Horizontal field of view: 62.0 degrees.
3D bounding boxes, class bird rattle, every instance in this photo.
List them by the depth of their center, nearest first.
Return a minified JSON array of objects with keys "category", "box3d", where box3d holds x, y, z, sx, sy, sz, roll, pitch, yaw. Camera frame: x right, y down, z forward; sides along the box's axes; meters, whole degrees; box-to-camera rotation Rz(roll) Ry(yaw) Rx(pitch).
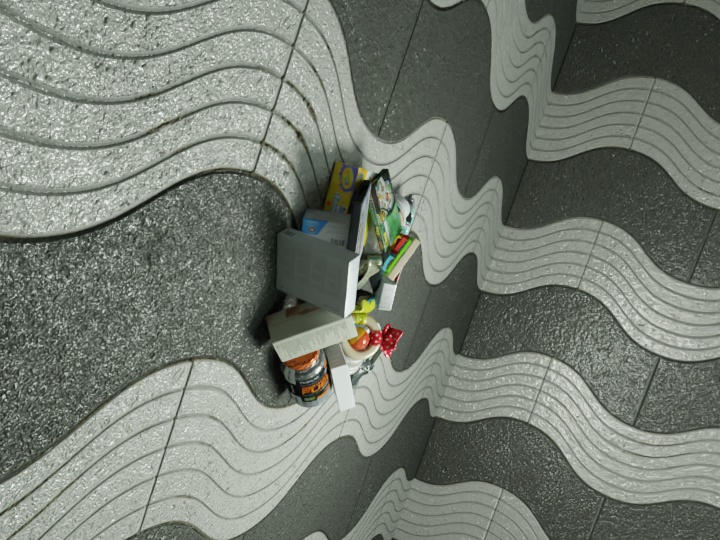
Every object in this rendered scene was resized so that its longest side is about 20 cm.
[{"category":"bird rattle","box3d":[0.010,0.179,1.687,0.163,0.113,0.200,-41,107,-21]}]

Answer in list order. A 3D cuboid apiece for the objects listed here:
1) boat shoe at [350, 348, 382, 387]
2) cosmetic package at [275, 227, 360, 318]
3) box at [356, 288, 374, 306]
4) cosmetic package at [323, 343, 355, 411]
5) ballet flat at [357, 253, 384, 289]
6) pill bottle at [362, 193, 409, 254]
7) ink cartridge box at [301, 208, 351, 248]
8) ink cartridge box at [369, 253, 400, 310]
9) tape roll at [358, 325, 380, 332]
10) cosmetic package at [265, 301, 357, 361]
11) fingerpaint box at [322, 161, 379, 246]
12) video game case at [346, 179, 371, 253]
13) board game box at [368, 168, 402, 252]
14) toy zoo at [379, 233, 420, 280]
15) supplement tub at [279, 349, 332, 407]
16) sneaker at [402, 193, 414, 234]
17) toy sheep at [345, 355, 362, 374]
[{"category":"boat shoe","box3d":[0.019,0.285,1.879,0.200,0.060,0.076,-61,156,-19]},{"category":"cosmetic package","box3d":[-0.102,0.004,1.380,0.052,0.199,0.151,-36,141,-51]},{"category":"box","box3d":[-0.042,0.130,1.767,0.200,0.082,0.049,-48,148,-41]},{"category":"cosmetic package","box3d":[-0.056,0.298,1.667,0.050,0.083,0.200,-14,135,-6]},{"category":"ballet flat","box3d":[0.000,0.000,1.735,0.200,0.062,0.068,-45,-133,53]},{"category":"pill bottle","box3d":[0.063,-0.141,1.735,0.200,0.111,0.111,-46,148,-43]},{"category":"ink cartridge box","box3d":[-0.090,-0.041,1.462,0.068,0.116,0.201,-84,-177,-63]},{"category":"ink cartridge box","box3d":[0.075,-0.005,1.812,0.200,0.045,0.177,-107,-154,-61]},{"category":"tape roll","box3d":[-0.012,0.251,1.951,0.202,0.071,0.203,-48,149,-40]},{"category":"cosmetic package","box3d":[-0.118,0.135,1.459,0.199,0.087,0.104,-18,143,-4]},{"category":"fingerpaint box","box3d":[-0.026,-0.170,1.564,0.167,0.073,0.201,-5,112,-66]},{"category":"video game case","box3d":[-0.006,-0.100,1.456,0.181,0.025,0.201,-72,171,-64]},{"category":"board game box","box3d":[0.063,-0.159,1.600,0.105,0.023,0.200,-53,140,-40]},{"category":"toy zoo","box3d":[0.095,-0.046,1.711,0.131,0.020,0.200,-54,-163,1]},{"category":"supplement tub","box3d":[-0.146,0.269,1.603,0.123,0.122,0.200,-54,152,-32]},{"category":"sneaker","box3d":[0.129,-0.155,1.922,0.140,0.078,0.200,-71,-173,-50]},{"category":"toy sheep","box3d":[-0.052,0.250,1.778,0.200,0.138,0.138,-40,-176,47]}]
